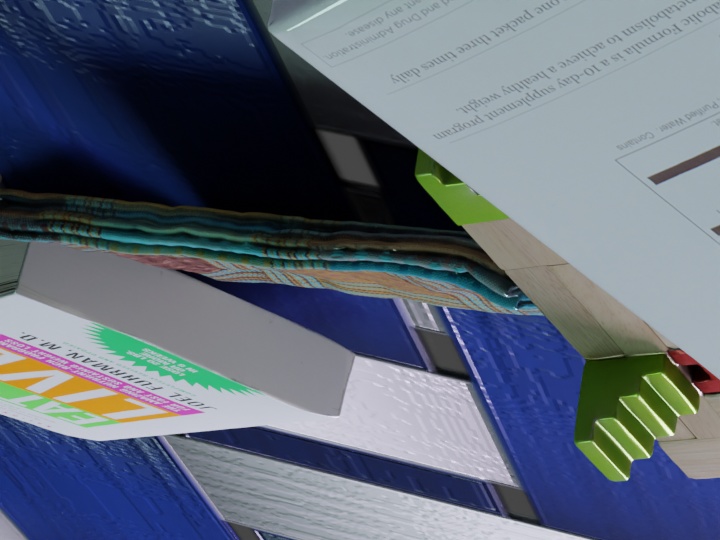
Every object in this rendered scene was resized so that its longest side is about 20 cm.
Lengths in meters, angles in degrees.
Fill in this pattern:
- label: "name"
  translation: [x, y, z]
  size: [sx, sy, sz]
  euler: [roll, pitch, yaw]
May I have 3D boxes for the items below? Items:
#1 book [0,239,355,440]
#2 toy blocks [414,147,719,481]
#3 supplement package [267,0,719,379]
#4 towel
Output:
- label: "book"
  translation: [-0.107, 0.025, 1.057]
  size: [0.133, 0.048, 0.200]
  euler: [24, 163, -25]
- label: "toy blocks"
  translation: [0.123, -0.005, 0.744]
  size: [0.136, 0.100, 0.200]
  euler: [-8, 147, 30]
- label: "supplement package"
  translation: [0.093, -0.056, 0.560]
  size: [0.109, 0.114, 0.200]
  euler: [-24, 133, 37]
- label: "towel"
  translation: [0.000, 0.000, 0.877]
  size: [0.199, 0.022, 0.146]
  euler: [6, 176, 32]
